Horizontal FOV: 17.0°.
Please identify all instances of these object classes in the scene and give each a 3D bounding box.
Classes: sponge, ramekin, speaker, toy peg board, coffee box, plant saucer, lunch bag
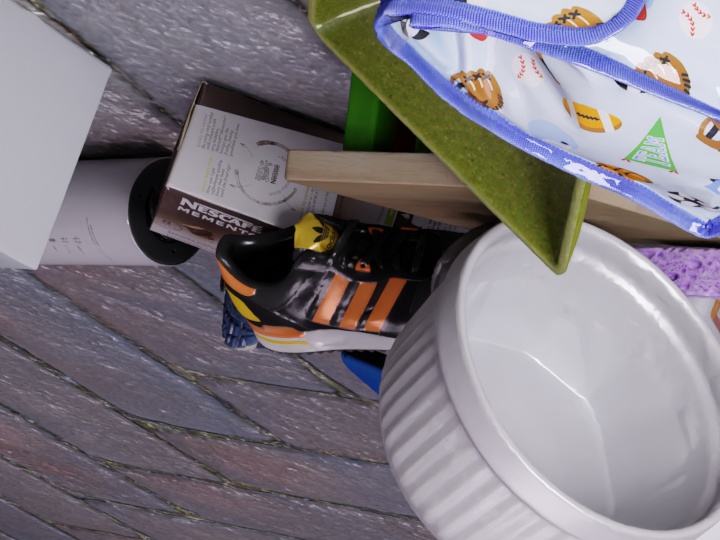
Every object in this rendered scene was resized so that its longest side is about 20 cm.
[{"bbox_3d":[0.265,0.007,1.418,0.200,0.030,0.111,5,178,-42],"label":"sponge"},{"bbox_3d":[0.103,0.080,1.318,0.200,0.200,0.105,26,136,-24],"label":"ramekin"},{"bbox_3d":[-0.203,-0.043,1.794,0.200,0.081,0.081,0,156,47],"label":"speaker"},{"bbox_3d":[0.099,-0.078,1.371,0.200,0.098,0.199,5,175,41],"label":"toy peg board"},{"bbox_3d":[-0.032,-0.042,1.608,0.200,0.080,0.113,20,164,-6],"label":"coffee box"},{"bbox_3d":[0.056,-0.119,1.173,0.200,0.048,0.200,46,162,18],"label":"plant saucer"},{"bbox_3d":[0.111,-0.133,0.995,0.200,0.170,0.124,25,157,-18],"label":"lunch bag"}]

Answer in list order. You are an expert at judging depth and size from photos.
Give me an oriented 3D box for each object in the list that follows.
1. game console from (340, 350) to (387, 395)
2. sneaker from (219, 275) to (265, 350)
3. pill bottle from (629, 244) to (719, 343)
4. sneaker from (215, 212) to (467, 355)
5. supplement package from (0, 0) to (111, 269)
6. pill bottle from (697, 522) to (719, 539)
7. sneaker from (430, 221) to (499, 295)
[{"bbox_3d":[0.105,0.082,1.730,0.171,0.118,0.200,41,171,-18],"label":"game console"},{"bbox_3d":[-0.054,0.004,1.728,0.085,0.077,0.200,7,-161,-6],"label":"sneaker"},{"bbox_3d":[0.197,0.038,1.567,0.112,0.112,0.200,11,162,24],"label":"pill bottle"},{"bbox_3d":[0.000,0.000,1.501,0.200,0.070,0.090,-8,137,30],"label":"sneaker"},{"bbox_3d":[-0.302,-0.100,1.586,0.200,0.151,0.152,2,157,43],"label":"supplement package"},{"bbox_3d":[0.275,0.097,1.489,0.200,0.112,0.112,-20,162,-3],"label":"pill bottle"},{"bbox_3d":[0.105,0.053,1.446,0.089,0.074,0.200,49,170,43],"label":"sneaker"}]
